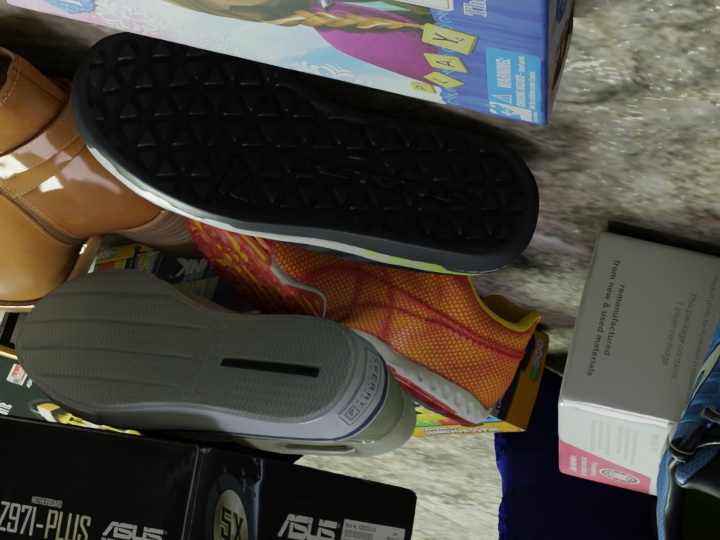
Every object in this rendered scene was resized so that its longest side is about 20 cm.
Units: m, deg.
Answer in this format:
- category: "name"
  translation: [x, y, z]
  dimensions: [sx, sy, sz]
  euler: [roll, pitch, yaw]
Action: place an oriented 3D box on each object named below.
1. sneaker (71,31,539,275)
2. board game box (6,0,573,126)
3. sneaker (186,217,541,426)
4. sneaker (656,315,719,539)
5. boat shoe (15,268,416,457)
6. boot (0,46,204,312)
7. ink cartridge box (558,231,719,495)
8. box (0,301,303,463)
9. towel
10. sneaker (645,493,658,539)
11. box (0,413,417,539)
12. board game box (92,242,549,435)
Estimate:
- category: "sneaker"
  translation: [-0.025, -0.035, 0.981]
  dimensions: [0.200, 0.072, 0.083]
  euler: [20, 167, -12]
- category: "board game box"
  translation: [-0.033, -0.117, 0.758]
  dimensions: [0.199, 0.041, 0.200]
  euler: [13, 164, 9]
- category: "sneaker"
  translation: [0.000, 0.000, 1.079]
  dimensions: [0.073, 0.077, 0.200]
  euler: [24, 175, 46]
- category: "sneaker"
  translation: [0.164, 0.050, 0.935]
  dimensions: [0.078, 0.089, 0.200]
  euler: [17, 123, 4]
- category: "boat shoe"
  translation: [-0.066, 0.049, 1.056]
  dimensions: [0.200, 0.072, 0.062]
  euler: [11, 156, 39]
- category: "boot"
  translation: [-0.164, -0.047, 1.082]
  dimensions: [0.200, 0.074, 0.155]
  euler: [-13, 151, 37]
- category: "ink cartridge box"
  translation: [0.192, 0.061, 1.078]
  dimensions: [0.200, 0.083, 0.147]
  euler: [13, 164, 8]
- category: "box"
  translation: [-0.115, 0.065, 1.260]
  dimensions: [0.160, 0.049, 0.200]
  euler: [18, 164, -9]
- category: "towel"
  translation: [0.133, 0.143, 1.243]
  dimensions: [0.148, 0.200, 0.050]
  euler: [19, 126, -13]
- category: "sneaker"
  translation: [0.182, 0.133, 1.172]
  dimensions: [0.079, 0.200, 0.078]
  euler: [9, 133, -43]
- category: "box"
  translation: [-0.094, 0.122, 1.124]
  dimensions: [0.164, 0.086, 0.200]
  euler: [6, 173, 31]
- category: "board game box"
  translation: [-0.029, 0.035, 1.257]
  dimensions: [0.165, 0.057, 0.200]
  euler: [24, 163, -30]
